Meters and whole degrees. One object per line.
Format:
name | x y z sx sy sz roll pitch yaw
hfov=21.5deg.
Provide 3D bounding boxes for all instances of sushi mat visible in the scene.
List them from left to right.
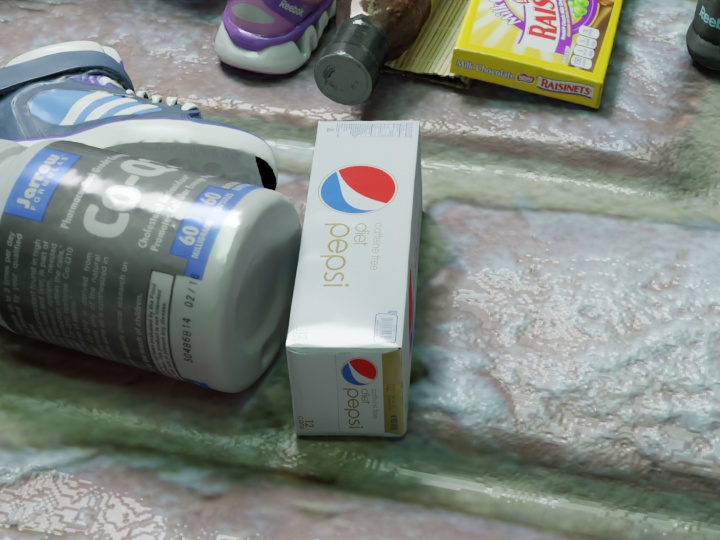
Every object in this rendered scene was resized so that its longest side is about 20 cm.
sushi mat | 0.059 -0.195 1.329 0.095 0.012 0.201 10 43 17

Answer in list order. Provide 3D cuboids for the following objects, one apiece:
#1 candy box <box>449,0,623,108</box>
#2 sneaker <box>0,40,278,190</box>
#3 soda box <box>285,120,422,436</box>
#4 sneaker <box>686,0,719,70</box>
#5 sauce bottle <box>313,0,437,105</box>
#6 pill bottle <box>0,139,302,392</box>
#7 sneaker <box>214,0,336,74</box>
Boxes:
candy box | 0.129 -0.189 1.296 0.101 0.027 0.201 12 43 7
sneaker | -0.144 -0.099 1.185 0.198 0.081 0.147 -4 45 9
soda box | 0.000 0.000 1.070 0.063 0.069 0.201 1 41 5
sneaker | 0.286 -0.211 1.280 0.075 0.080 0.200 19 45 25
sauce bottle | 0.018 -0.185 1.263 0.065 0.066 0.201 11 42 16
pill bottle | -0.142 -0.010 1.058 0.198 0.114 0.114 14 44 19
sneaker | -0.036 -0.223 1.311 0.080 0.089 0.201 14 44 19
